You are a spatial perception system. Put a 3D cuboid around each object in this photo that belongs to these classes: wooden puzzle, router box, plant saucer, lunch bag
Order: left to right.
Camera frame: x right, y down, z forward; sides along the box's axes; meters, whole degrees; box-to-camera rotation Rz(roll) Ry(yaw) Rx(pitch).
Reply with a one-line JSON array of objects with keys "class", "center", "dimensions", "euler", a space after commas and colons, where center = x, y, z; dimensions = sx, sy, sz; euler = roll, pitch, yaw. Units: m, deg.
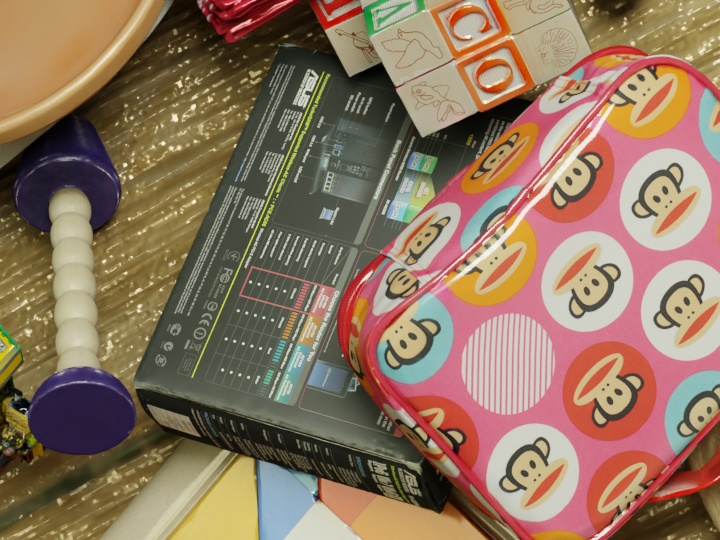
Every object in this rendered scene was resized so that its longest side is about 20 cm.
[{"class": "plant saucer", "center": [-0.177, -0.139, 1.144], "dimensions": [0.199, 0.037, 0.201], "euler": [-10, 58, 16]}, {"class": "wooden puzzle", "center": [-0.019, 0.142, 1.126], "dimensions": [0.200, 0.037, 0.185], "euler": [41, 92, 20]}, {"class": "router box", "center": [0.000, 0.000, 1.111], "dimensions": [0.149, 0.062, 0.201], "euler": [15, 67, 19]}, {"class": "lunch bag", "center": [0.108, 0.021, 1.007], "dimensions": [0.200, 0.082, 0.176], "euler": [-44, 108, -5]}]

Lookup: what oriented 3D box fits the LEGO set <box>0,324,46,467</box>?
[{"class": "LEGO set", "center": [-0.263, 0.066, 1.151], "dimensions": [0.199, 0.154, 0.116], "euler": [33, 62, 9]}]

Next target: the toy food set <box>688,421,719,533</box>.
[{"class": "toy food set", "center": [0.248, 0.065, 1.057], "dimensions": [0.199, 0.049, 0.199], "euler": [17, 84, 19]}]

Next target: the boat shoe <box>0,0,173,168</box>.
[{"class": "boat shoe", "center": [-0.177, -0.105, 1.182], "dimensions": [0.200, 0.071, 0.064], "euler": [-43, 110, -11]}]

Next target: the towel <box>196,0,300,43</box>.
[{"class": "towel", "center": [-0.030, -0.187, 1.133], "dimensions": [0.144, 0.023, 0.200], "euler": [-31, 31, -1]}]

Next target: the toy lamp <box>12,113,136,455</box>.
[{"class": "toy lamp", "center": [-0.143, -0.001, 1.145], "dimensions": [0.058, 0.058, 0.201], "euler": [-21, 43, 11]}]

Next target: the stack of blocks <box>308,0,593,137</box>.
[{"class": "stack of blocks", "center": [0.032, -0.144, 1.098], "dimensions": [0.115, 0.059, 0.200], "euler": [-25, 32, 9]}]
